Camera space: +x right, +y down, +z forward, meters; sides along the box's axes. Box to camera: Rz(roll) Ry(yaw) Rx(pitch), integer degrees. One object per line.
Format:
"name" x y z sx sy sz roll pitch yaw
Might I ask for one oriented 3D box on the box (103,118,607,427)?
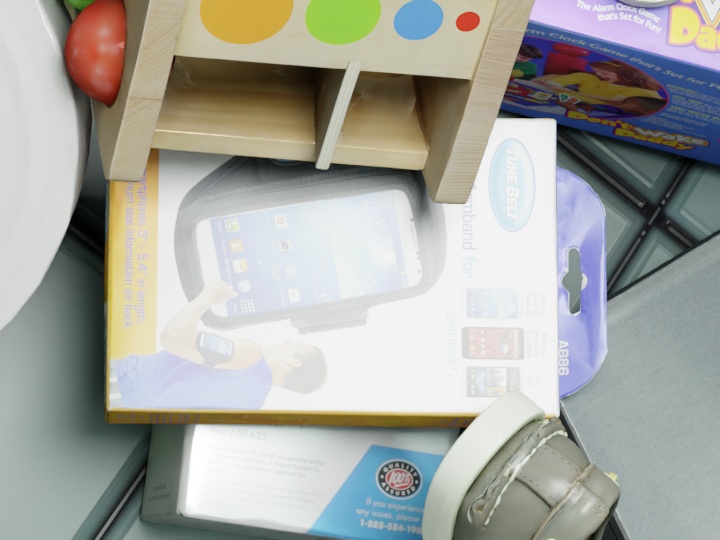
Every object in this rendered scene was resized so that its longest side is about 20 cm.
"box" 0.000 0.000 1.044 0.199 0.041 0.120 0 80 -4

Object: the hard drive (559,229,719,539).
"hard drive" 0.157 0.062 1.142 0.200 0.033 0.140 -28 91 -41

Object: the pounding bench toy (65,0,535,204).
"pounding bench toy" -0.038 -0.139 1.009 0.155 0.125 0.201 4 41 -17

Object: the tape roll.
"tape roll" -0.203 -0.054 1.007 0.201 0.071 0.204 0 103 -1

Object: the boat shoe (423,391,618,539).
"boat shoe" 0.062 0.124 1.045 0.060 0.202 0.072 36 64 21

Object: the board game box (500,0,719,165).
"board game box" 0.120 -0.091 1.117 0.199 0.134 0.045 14 78 -9

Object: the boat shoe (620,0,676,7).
"boat shoe" 0.106 -0.202 1.016 0.072 0.060 0.203 -3 94 -4

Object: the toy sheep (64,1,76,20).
"toy sheep" -0.127 -0.188 1.064 0.137 0.138 0.201 -14 110 -20

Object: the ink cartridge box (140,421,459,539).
"ink cartridge box" -0.017 0.011 1.105 0.115 0.067 0.201 10 80 -16
